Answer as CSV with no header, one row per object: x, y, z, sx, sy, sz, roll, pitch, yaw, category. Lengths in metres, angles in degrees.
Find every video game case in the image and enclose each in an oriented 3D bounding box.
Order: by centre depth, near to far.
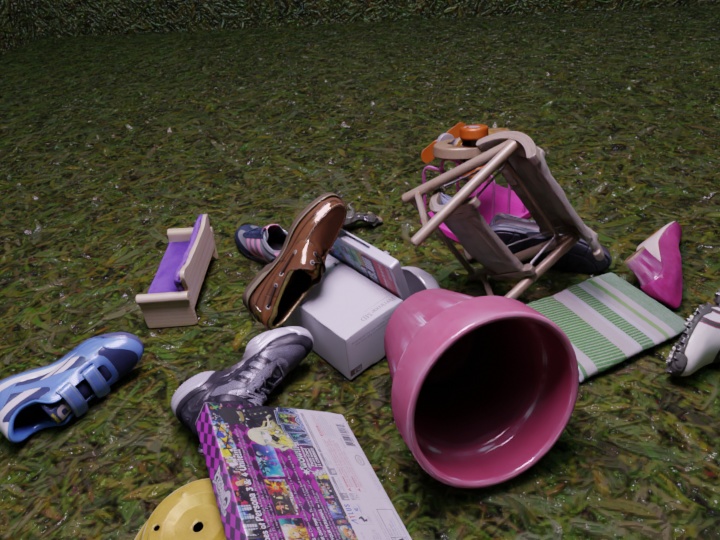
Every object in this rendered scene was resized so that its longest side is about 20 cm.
-0.056,0.216,0.561,0.180,0.036,0.200,16,22,-36,video game case
0.000,0.000,0.843,0.017,0.144,0.199,-41,47,-19,video game case

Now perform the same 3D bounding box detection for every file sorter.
0.227,-0.155,1.043,0.199,0.127,0.138,-29,41,-29,file sorter

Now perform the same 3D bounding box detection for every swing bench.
0.197,-0.066,0.795,0.199,0.199,0.130,-34,30,19,swing bench

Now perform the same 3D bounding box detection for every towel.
0.335,0.073,0.801,0.198,0.024,0.153,-18,38,-20,towel

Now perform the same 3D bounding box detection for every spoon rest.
0.063,0.026,0.855,0.060,0.100,0.200,-26,25,-14,spoon rest

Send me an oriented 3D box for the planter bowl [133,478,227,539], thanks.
-0.147,0.266,0.540,0.197,0.084,0.202,-4,36,3,planter bowl

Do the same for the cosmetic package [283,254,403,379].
-0.041,0.055,0.822,0.112,0.082,0.199,-33,43,-31,cosmetic package

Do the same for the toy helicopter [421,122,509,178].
0.195,-0.222,0.990,0.131,0.080,0.199,11,27,39,toy helicopter

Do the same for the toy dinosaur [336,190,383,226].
-0.059,-0.103,1.081,0.197,0.048,0.089,-13,42,-5,toy dinosaur

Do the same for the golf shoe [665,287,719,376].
0.469,0.083,0.724,0.199,0.078,0.088,-28,48,-28,golf shoe

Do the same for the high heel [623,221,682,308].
0.485,-0.012,0.885,0.096,0.067,0.199,52,41,12,high heel

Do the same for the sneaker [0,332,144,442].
-0.376,0.154,0.741,0.198,0.075,0.082,-29,43,-18,sneaker

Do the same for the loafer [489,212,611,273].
0.305,-0.053,0.915,0.197,0.072,0.063,14,50,10,loafer

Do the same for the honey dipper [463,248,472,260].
0.276,-0.051,0.971,0.197,0.038,0.038,-9,35,-10,honey dipper

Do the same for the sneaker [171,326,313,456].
-0.128,0.154,0.706,0.198,0.076,0.114,-29,42,-20,sneaker

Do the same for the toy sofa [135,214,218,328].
-0.298,-0.006,0.929,0.081,0.099,0.201,-4,36,1,toy sofa

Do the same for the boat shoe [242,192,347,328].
-0.074,-0.009,0.766,0.068,0.072,0.201,36,91,41,boat shoe

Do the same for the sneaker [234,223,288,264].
-0.159,-0.056,0.992,0.070,0.083,0.199,-31,43,-32,sneaker

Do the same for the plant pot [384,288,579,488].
0.114,0.109,0.649,0.197,0.203,0.179,-14,21,-13,plant pot
